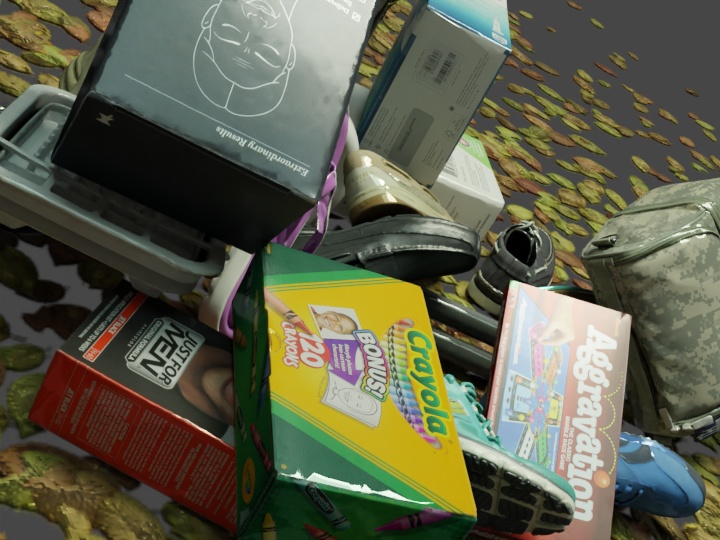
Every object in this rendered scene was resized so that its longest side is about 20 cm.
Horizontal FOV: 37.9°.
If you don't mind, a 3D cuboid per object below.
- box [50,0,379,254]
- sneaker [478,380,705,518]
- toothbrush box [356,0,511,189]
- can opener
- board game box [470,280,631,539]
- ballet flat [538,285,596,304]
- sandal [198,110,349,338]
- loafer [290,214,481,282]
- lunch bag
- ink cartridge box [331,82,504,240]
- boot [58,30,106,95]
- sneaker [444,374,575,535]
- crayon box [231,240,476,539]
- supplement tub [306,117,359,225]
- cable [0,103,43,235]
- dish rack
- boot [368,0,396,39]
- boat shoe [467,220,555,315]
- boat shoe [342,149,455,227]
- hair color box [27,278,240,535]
[{"bbox_3d":[-0.086,-0.138,0.677,0.148,0.107,0.201,26,62,-20],"label":"box"},{"bbox_3d":[0.175,0.156,0.813,0.199,0.066,0.079,28,42,-6],"label":"sneaker"},{"bbox_3d":[0.069,-0.188,0.981,0.085,0.147,0.200,27,27,-6],"label":"toothbrush box"},{"bbox_3d":[0.105,0.066,0.912,0.199,0.054,0.067,25,-3,-10],"label":"can opener"},{"bbox_3d":[0.142,0.109,0.776,0.102,0.019,0.201,16,60,-4],"label":"board game box"},{"bbox_3d":[0.227,0.060,1.021,0.199,0.068,0.073,8,54,-42],"label":"ballet flat"},{"bbox_3d":[-0.049,-0.031,0.773,0.050,0.204,0.082,26,-6,18],"label":"sandal"},{"bbox_3d":[0.000,0.000,0.839,0.199,0.068,0.071,-4,59,-6],"label":"loafer"},{"bbox_3d":[0.291,0.036,0.961,0.167,0.139,0.201,-29,104,-32],"label":"lunch bag"},{"bbox_3d":[0.031,-0.106,1.061,0.199,0.084,0.146,22,29,-17],"label":"ink cartridge box"},{"bbox_3d":[-0.159,-0.149,0.827,0.073,0.155,0.200,36,16,-50],"label":"boot"},{"bbox_3d":[0.061,0.107,0.717,0.199,0.078,0.080,30,51,16],"label":"sneaker"},{"bbox_3d":[-0.011,0.076,0.625,0.118,0.058,0.201,16,34,-20],"label":"crayon box"},{"bbox_3d":[-0.102,-0.139,0.925,0.144,0.145,0.200,6,37,-38],"label":"supplement tub"},{"bbox_3d":[-0.284,-0.084,0.777,0.163,0.051,0.200,36,23,27],"label":"cable"},{"bbox_3d":[-0.172,-0.053,0.719,0.171,0.044,0.200,27,20,-13],"label":"dish rack"},{"bbox_3d":[0.009,-0.251,0.899,0.069,0.174,0.200,47,13,1],"label":"boot"},{"bbox_3d":[0.169,-0.015,1.070,0.072,0.063,0.200,35,29,10],"label":"boat shoe"},{"bbox_3d":[0.040,-0.050,0.930,0.200,0.072,0.065,30,38,-61],"label":"boat shoe"},{"bbox_3d":[-0.090,0.095,0.652,0.199,0.061,0.102,30,27,-3],"label":"hair color box"}]
